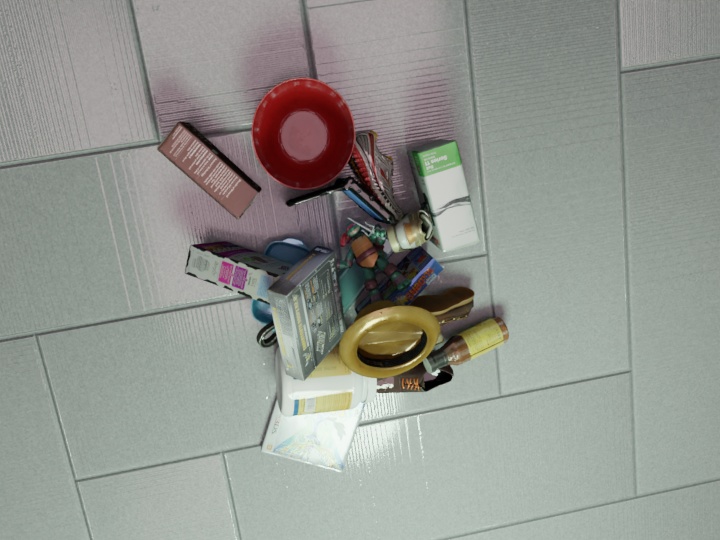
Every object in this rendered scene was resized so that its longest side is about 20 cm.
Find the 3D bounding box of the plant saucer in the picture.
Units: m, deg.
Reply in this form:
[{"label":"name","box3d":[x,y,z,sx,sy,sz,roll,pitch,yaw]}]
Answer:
[{"label":"plant saucer","box3d":[0.000,0.000,1.297,0.070,0.019,0.201,38,94,-13]}]

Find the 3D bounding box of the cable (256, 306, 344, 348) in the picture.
[{"label":"cable","box3d":[-0.120,0.094,1.231,0.198,0.050,0.099,-27,138,-32]}]

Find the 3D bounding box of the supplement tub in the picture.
[{"label":"supplement tub","box3d":[-0.075,0.222,1.263,0.195,0.145,0.149,-2,103,-15]}]

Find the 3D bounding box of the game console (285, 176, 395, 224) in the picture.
[{"label":"game console","box3d":[-0.043,-0.116,1.169,0.175,0.200,0.117,40,91,-11]}]

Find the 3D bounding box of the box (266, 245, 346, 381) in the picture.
[{"label":"box","box3d":[-0.096,0.081,1.148,0.047,0.158,0.204,14,129,29]}]

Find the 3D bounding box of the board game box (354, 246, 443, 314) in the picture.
[{"label":"board game box","box3d":[0.076,0.041,1.254,0.034,0.136,0.200,43,95,-16]}]

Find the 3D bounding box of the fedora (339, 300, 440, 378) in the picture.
[{"label":"fedora","box3d":[0.050,0.116,1.139,0.195,0.083,0.204,-9,132,-10]}]

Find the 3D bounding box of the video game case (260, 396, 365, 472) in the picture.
[{"label":"video game case","box3d":[-0.105,0.345,1.354,0.196,0.022,0.186,17,99,-11]}]

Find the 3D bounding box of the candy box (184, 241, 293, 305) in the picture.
[{"label":"candy box","box3d":[-0.220,0.002,1.175,0.196,0.136,0.062,18,100,15]}]

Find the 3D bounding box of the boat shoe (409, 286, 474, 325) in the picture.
[{"label":"boat shoe","box3d":[0.166,0.090,1.278,0.196,0.070,0.072,-8,121,-35]}]

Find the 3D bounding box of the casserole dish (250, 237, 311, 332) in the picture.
[{"label":"casserole dish","box3d":[-0.161,0.029,1.273,0.118,0.039,0.205,14,99,-9]}]

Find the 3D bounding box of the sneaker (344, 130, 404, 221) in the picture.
[{"label":"sneaker","box3d":[0.043,-0.190,1.233,0.081,0.078,0.203,-32,109,-9]}]

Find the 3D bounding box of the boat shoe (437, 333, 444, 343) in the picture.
[{"label":"boat shoe","box3d":[0.097,0.144,1.278,0.197,0.072,0.066,-11,78,-40]}]

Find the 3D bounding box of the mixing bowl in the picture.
[{"label":"mixing bowl","box3d":[-0.111,-0.265,1.179,0.195,0.108,0.206,-1,100,-5]}]

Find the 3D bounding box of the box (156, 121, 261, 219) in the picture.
[{"label":"box","box3d":[-0.289,-0.196,1.177,0.200,0.100,0.075,43,94,-14]}]

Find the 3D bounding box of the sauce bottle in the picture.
[{"label":"sauce bottle","box3d":[0.229,0.165,1.318,0.196,0.066,0.068,-21,104,-16]}]

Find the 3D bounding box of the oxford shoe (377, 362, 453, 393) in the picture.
[{"label":"oxford shoe","box3d":[0.110,0.236,1.331,0.195,0.073,0.073,-13,104,-4]}]

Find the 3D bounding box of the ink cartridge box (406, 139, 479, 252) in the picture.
[{"label":"ink cartridge box","box3d":[0.165,-0.153,1.219,0.081,0.147,0.205,-17,103,-1]}]

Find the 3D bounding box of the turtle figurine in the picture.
[{"label":"turtle figurine","box3d":[0.010,-0.032,1.184,0.149,0.100,0.202,-40,78,30]}]

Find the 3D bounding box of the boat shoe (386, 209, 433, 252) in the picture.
[{"label":"boat shoe","box3d":[0.110,-0.079,1.185,0.067,0.200,0.076,-17,99,19]}]
